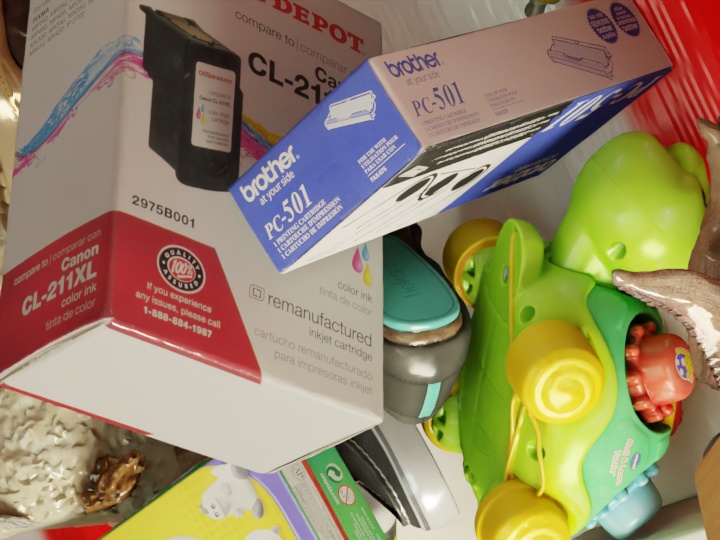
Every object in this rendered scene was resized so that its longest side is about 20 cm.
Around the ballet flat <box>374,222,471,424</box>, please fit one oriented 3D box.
[{"bbox_3d":[0.000,0.000,0.908,0.201,0.067,0.069,-110,16,-54],"label":"ballet flat"}]

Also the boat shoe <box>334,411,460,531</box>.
[{"bbox_3d":[-0.023,0.068,0.942,0.200,0.066,0.070,49,168,44],"label":"boat shoe"}]

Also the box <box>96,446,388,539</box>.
[{"bbox_3d":[-0.070,0.160,0.923,0.200,0.048,0.118,-38,79,39],"label":"box"}]

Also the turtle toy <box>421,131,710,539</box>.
[{"bbox_3d":[0.097,0.034,0.857,0.146,0.100,0.202,-117,33,-61],"label":"turtle toy"}]

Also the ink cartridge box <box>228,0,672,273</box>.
[{"bbox_3d":[0.043,-0.061,0.815,0.094,0.199,0.044,-39,79,37],"label":"ink cartridge box"}]

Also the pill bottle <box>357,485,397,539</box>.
[{"bbox_3d":[-0.033,0.207,1.009,0.110,0.111,0.202,9,109,35],"label":"pill bottle"}]

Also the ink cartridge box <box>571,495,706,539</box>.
[{"bbox_3d":[0.171,0.205,0.867,0.145,0.084,0.202,-24,88,39],"label":"ink cartridge box"}]

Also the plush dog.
[{"bbox_3d":[-0.153,0.044,1.001,0.160,0.198,0.174,144,120,-64],"label":"plush dog"}]

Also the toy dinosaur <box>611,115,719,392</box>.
[{"bbox_3d":[0.157,0.012,0.749,0.085,0.200,0.137,29,122,22],"label":"toy dinosaur"}]

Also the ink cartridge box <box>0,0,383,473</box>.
[{"bbox_3d":[-0.068,-0.035,0.824,0.083,0.145,0.202,-27,52,42],"label":"ink cartridge box"}]

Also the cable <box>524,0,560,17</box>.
[{"bbox_3d":[0.086,-0.180,0.795,0.200,0.050,0.098,138,120,-68],"label":"cable"}]

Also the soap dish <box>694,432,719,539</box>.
[{"bbox_3d":[0.227,0.050,0.715,0.081,0.199,0.158,55,130,33],"label":"soap dish"}]

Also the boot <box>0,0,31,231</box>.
[{"bbox_3d":[-0.111,-0.121,0.927,0.072,0.165,0.202,36,141,52],"label":"boot"}]
